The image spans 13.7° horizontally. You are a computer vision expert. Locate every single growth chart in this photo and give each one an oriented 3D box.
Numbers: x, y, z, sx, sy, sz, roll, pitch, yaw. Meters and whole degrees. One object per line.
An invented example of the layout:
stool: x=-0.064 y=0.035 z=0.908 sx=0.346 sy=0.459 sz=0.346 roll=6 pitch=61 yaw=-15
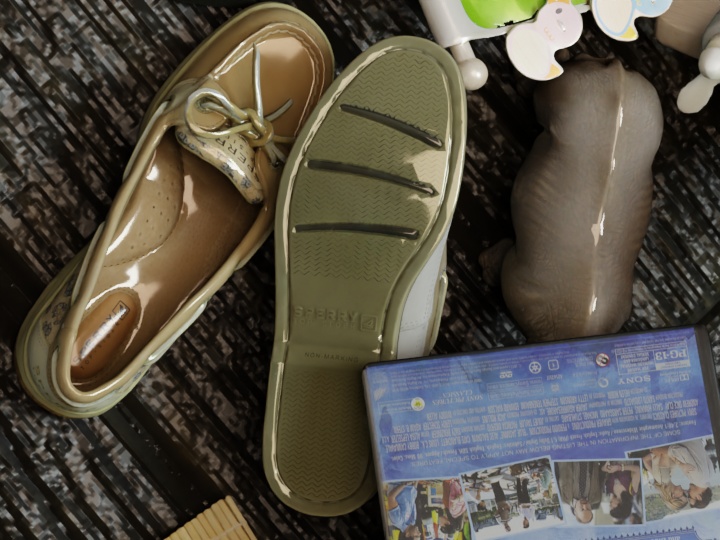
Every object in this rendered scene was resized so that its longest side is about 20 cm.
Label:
growth chart: x=0.097 y=-0.170 z=1.275 sx=0.200 sy=0.018 sz=0.145 roll=-29 pitch=86 yaw=-18

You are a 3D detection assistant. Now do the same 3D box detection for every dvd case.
dvd case: x=0.084 y=0.124 z=1.185 sx=0.142 sy=0.018 sz=0.200 roll=-7 pitch=71 yaw=-5

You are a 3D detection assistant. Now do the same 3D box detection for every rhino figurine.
rhino figurine: x=0.087 y=0.002 z=1.281 sx=0.060 sy=0.087 sz=0.200 roll=9 pitch=87 yaw=-16

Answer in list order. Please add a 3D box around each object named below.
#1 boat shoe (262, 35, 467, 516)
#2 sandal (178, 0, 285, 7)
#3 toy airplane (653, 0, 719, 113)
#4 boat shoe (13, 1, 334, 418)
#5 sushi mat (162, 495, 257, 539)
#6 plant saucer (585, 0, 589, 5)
boat shoe: x=0.000 y=0.000 z=1.254 sx=0.075 sy=0.068 sz=0.200 roll=15 pitch=95 yaw=7
sandal: x=-0.091 y=-0.155 z=1.239 sx=0.201 sy=0.080 sz=0.057 roll=11 pitch=72 yaw=-16
toy airplane: x=0.237 y=-0.065 z=1.235 sx=0.200 sy=0.141 sz=0.199 roll=-14 pitch=50 yaw=0
boat shoe: x=-0.069 y=-0.024 z=1.246 sx=0.073 sy=0.063 sz=0.200 roll=33 pitch=79 yaw=-13
sushi mat: x=-0.045 y=0.191 z=1.219 sx=0.096 sy=0.012 sz=0.200 roll=-27 pitch=63 yaw=-14
plant saucer: x=0.084 y=-0.216 z=1.313 sx=0.200 sy=0.037 sz=0.201 roll=0 pitch=89 yaw=-17
